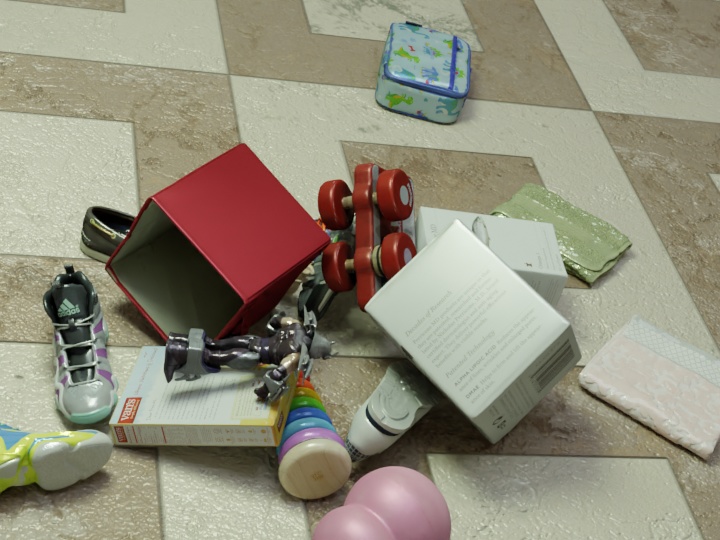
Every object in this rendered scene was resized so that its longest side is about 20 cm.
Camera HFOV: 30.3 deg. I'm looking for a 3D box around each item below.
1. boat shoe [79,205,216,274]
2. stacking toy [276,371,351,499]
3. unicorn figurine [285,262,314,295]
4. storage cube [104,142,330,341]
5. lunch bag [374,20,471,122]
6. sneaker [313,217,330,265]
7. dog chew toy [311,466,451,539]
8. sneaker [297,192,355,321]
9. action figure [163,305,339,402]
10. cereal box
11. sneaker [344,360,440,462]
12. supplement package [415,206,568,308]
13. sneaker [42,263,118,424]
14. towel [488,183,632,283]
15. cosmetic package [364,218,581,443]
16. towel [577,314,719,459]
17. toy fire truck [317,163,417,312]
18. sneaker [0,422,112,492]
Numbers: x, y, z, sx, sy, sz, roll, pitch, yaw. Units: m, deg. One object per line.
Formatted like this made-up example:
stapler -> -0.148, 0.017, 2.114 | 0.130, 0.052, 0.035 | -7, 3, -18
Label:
boat shoe -> -0.277, -0.031, 1.778 | 0.200, 0.061, 0.072 | 16, 38, 0
stacking toy -> -0.071, 0.177, 1.591 | 0.085, 0.086, 0.200 | 3, 33, -17
unicorn figurine -> -0.146, -0.045, 1.807 | 0.074, 0.137, 0.201 | -17, 66, -31
storage cube -> -0.178, -0.018, 1.671 | 0.200, 0.171, 0.180 | 47, 46, 5
lunch bag -> 0.113, -0.343, 2.288 | 0.160, 0.083, 0.200 | 16, 39, -4
sneaker -> -0.033, -0.057, 1.883 | 0.199, 0.079, 0.075 | 1, 39, -18
dog chew toy -> 0.005, 0.299, 1.430 | 0.124, 0.125, 0.200 | 38, 50, 26
sneaker -> 0.000, 0.000, 1.808 | 0.115, 0.075, 0.201 | 34, 71, -27
action figure -> -0.124, 0.095, 1.536 | 0.199, 0.070, 0.130 | -2, 27, 3
cereal box -> -0.180, 0.146, 1.564 | 0.199, 0.040, 0.144 | -1, 36, 12
sneaker -> 0.035, 0.173, 1.632 | 0.076, 0.081, 0.200 | 41, 22, 11
supplement package -> 0.170, 0.001, 1.852 | 0.199, 0.118, 0.117 | 6, 41, -12
sneaker -> -0.337, 0.073, 1.556 | 0.077, 0.140, 0.200 | -14, 41, -9
towel -> 0.308, -0.062, 2.045 | 0.200, 0.037, 0.148 | 32, 40, 19
cosmetic package -> 0.143, 0.077, 1.645 | 0.165, 0.165, 0.200 | -44, 66, -2
towel -> 0.421, 0.153, 1.825 | 0.199, 0.032, 0.191 | 30, 40, 18
toy fire truck -> 0.033, -0.040, 1.743 | 0.112, 0.201, 0.168 | -9, -12, 27
sneaker -> -0.378, 0.190, 1.458 | 0.199, 0.076, 0.105 | -10, 44, -28
